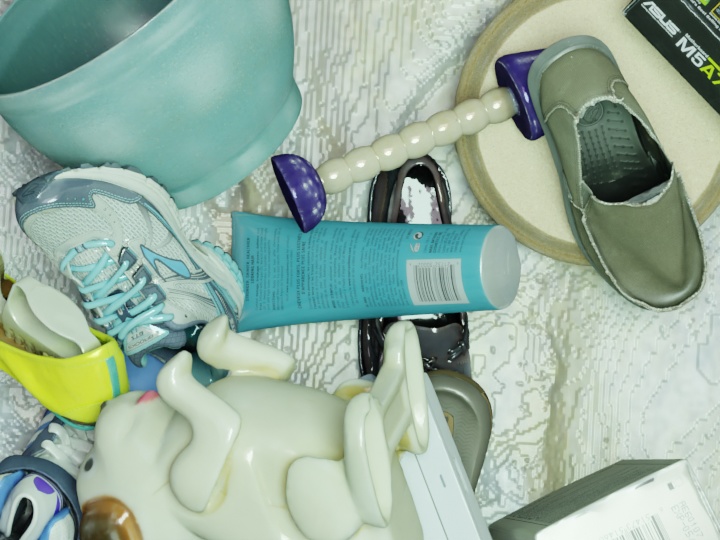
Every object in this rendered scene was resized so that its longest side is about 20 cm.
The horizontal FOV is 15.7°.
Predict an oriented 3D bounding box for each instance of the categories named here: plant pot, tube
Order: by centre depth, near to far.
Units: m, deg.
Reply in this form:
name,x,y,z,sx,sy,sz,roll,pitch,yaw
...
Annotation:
name,x,y,z,sx,sy,sz,roll,pitch,yaw
plant pot,-0.119,-0.122,1.591,0.200,0.200,0.134,-39,116,-6
tube,0.000,0.000,1.611,0.200,0.050,0.078,-1,80,31

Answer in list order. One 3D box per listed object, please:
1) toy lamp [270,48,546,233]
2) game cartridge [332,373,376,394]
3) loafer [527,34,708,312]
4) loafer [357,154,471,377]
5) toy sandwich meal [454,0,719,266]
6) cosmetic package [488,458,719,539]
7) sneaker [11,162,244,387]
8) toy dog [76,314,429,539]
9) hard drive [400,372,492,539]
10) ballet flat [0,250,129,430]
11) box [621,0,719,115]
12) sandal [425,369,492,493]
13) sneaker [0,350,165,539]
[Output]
name,x,y,z,sx,sy,sz,roll,pitch,yaw
toy lamp,0.047,-0.083,1.595,0.200,0.058,0.058,-24,88,-5
game cartridge,-0.042,0.171,1.600,0.200,0.041,0.133,-34,81,13
loafer,0.158,-0.046,1.577,0.075,0.070,0.200,-28,121,5
loafer,0.035,0.023,1.642,0.072,0.063,0.200,-3,86,-6
toy sandwich meal,0.158,-0.100,1.664,0.205,0.070,0.206,0,95,2
cosmetic package,0.148,0.165,1.572,0.103,0.200,0.073,-26,87,-5
sneaker,-0.132,0.006,1.563,0.078,0.200,0.086,-22,54,26
toy dog,-0.066,0.118,1.511,0.200,0.140,0.194,-1,122,16
hard drive,-0.028,0.160,1.565,0.200,0.027,0.132,-24,79,15
ballet flat,-0.216,0.024,1.581,0.200,0.067,0.067,30,45,29
box,0.279,-0.137,1.627,0.200,0.048,0.193,47,43,1
sandal,0.040,0.162,1.618,0.082,0.055,0.200,14,105,2
sneaker,-0.173,0.123,1.575,0.081,0.146,0.200,36,84,-1
